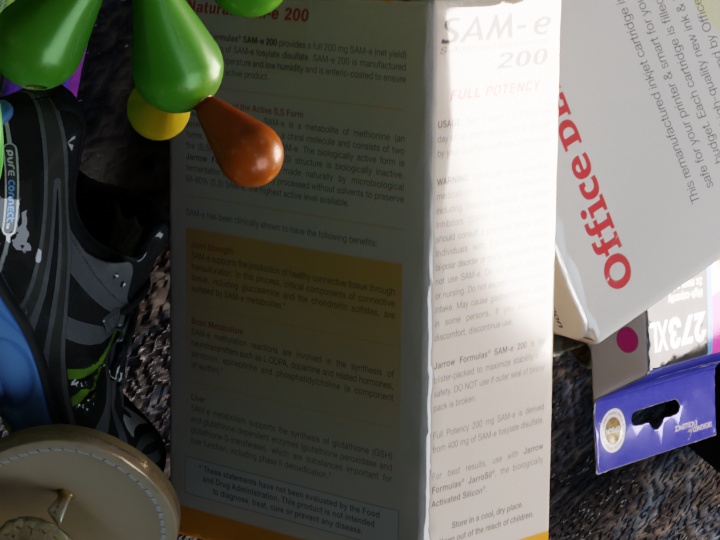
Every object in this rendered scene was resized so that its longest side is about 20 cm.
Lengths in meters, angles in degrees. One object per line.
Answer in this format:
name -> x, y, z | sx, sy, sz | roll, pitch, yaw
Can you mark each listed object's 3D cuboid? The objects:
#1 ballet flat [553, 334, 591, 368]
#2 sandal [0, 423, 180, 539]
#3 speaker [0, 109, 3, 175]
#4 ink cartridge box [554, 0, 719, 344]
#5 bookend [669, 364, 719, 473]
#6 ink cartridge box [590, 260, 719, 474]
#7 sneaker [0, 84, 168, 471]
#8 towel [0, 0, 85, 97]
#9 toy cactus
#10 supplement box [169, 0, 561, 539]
ballet flat -> 0.075, 0.007, 1.104 | 0.062, 0.068, 0.200 | -42, 148, 14
sandal -> -0.129, 0.123, 0.879 | 0.212, 0.077, 0.070 | -35, -149, 53
speaker -> -0.203, -0.029, 0.698 | 0.199, 0.088, 0.089 | -16, 136, -28
ink cartridge box -> 0.115, -0.087, 0.983 | 0.200, 0.083, 0.146 | -32, 112, -23
bookend -> 0.273, -0.001, 1.299 | 0.200, 0.092, 0.199 | -25, 140, -33
ink cartridge box -> 0.135, -0.018, 1.086 | 0.094, 0.037, 0.201 | -11, 104, -48
sneaker -> -0.095, 0.015, 0.860 | 0.083, 0.071, 0.200 | -32, 141, -14
towel -> -0.160, -0.023, 0.832 | 0.143, 0.023, 0.201 | -13, 133, -41
toy cactus -> -0.044, -0.109, 0.684 | 0.165, 0.102, 0.200 | -51, 152, 14
supplement box -> 0.000, 0.000, 0.880 | 0.073, 0.126, 0.201 | -10, 105, -46
